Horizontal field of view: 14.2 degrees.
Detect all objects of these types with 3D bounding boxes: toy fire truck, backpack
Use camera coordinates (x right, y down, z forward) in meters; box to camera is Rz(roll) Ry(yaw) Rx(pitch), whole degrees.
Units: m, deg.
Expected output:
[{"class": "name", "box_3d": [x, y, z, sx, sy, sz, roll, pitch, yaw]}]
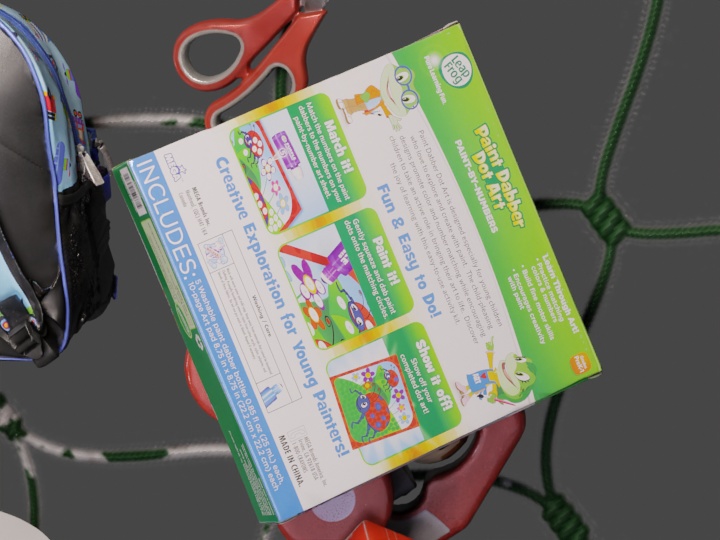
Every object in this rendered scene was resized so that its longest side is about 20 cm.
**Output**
[{"class": "toy fire truck", "box_3d": [0.008, 0.052, 1.550, 0.167, 0.112, 0.201, -33, 96, 5]}, {"class": "backpack", "box_3d": [-0.226, -0.060, 1.567, 0.181, 0.135, 0.201, 1, 108, 18]}]

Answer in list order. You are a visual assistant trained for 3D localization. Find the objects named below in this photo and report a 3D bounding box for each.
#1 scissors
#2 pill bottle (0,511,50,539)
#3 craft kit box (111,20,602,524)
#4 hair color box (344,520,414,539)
[{"class": "scissors", "box_3d": [-0.020, -0.143, 1.541, 0.200, 0.014, 0.073, -38, 90, 23]}, {"class": "pill bottle", "box_3d": [-0.239, 0.246, 1.681, 0.115, 0.116, 0.201, 18, 111, 12]}, {"class": "craft kit box", "box_3d": [0.000, 0.000, 1.486, 0.197, 0.048, 0.201, -23, 92, -17]}, {"class": "hair color box", "box_3d": [0.051, 0.215, 1.545, 0.199, 0.061, 0.102, 27, 119, -34]}]
